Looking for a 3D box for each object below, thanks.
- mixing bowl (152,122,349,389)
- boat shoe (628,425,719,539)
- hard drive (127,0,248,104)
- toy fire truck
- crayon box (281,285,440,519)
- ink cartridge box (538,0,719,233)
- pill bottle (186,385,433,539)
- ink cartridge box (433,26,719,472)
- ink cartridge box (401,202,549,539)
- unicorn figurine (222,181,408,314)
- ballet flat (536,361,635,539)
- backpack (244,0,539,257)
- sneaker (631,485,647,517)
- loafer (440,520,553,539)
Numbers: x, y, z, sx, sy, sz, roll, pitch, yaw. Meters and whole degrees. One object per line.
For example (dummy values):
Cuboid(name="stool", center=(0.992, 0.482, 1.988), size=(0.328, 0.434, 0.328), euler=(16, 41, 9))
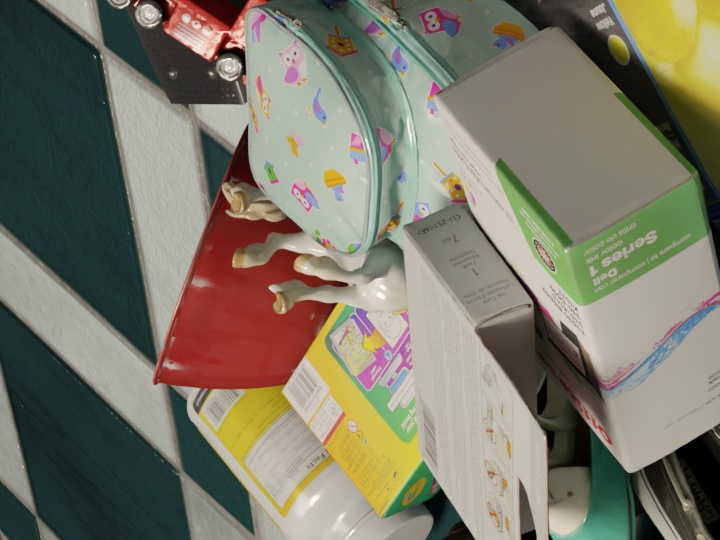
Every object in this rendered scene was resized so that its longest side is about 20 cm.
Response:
Cuboid(name="mixing bowl", center=(-0.063, 0.005, 1.600), size=(0.108, 0.201, 0.200), euler=(19, 149, -1))
Cuboid(name="boat shoe", center=(0.231, 0.169, 1.338), size=(0.200, 0.071, 0.064), euler=(53, 155, 18))
Cuboid(name="hard drive", center=(-0.135, -0.217, 1.624), size=(0.135, 0.042, 0.201), euler=(7, 123, 59))
Cuboid(name="toy fire truck", center=(-0.113, -0.230, 1.522), size=(0.199, 0.049, 0.141), euler=(33, 113, 1))
Cuboid(name="crayon box", center=(0.039, 0.055, 1.501), size=(0.119, 0.058, 0.200), euler=(50, 131, 21))
Cuboid(name="ink cartridge box", center=(0.193, -0.086, 1.167), size=(0.201, 0.047, 0.198), euler=(62, 155, -1))
Cuboid(name="pill bottle", center=(-0.036, 0.144, 1.747), size=(0.200, 0.112, 0.112), euler=(48, 152, 23))
Cuboid(name="ink cartridge box", center=(0.127, -0.008, 1.231), size=(0.145, 0.084, 0.200), euler=(53, 170, 42))
Cuboid(name="ink cartridge box", center=(0.081, 0.090, 1.279), size=(0.174, 0.043, 0.201), euler=(55, 160, 40))
Cuboid(name="unicorn figurine", center=(0.000, 0.000, 1.407), size=(0.074, 0.137, 0.201), euler=(-59, 45, 39))
Cuboid(name="ballet flat", center=(0.122, 0.099, 1.380), size=(0.067, 0.070, 0.201), euler=(-3, 91, 53))
Cuboid(name="backpack", center=(0.028, -0.093, 1.343), size=(0.200, 0.153, 0.176), euler=(34, 140, 31))
Cuboid(name="sneaker", center=(0.128, 0.118, 1.490), size=(0.200, 0.075, 0.080), euler=(-4, 100, 56))
Cuboid(name="loafer", center=(0.083, 0.199, 1.494), size=(0.071, 0.200, 0.074), euler=(-2, 90, 28))
